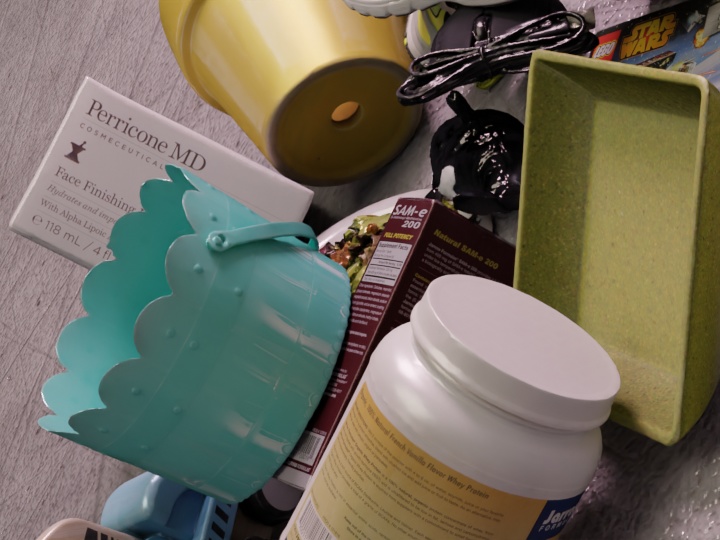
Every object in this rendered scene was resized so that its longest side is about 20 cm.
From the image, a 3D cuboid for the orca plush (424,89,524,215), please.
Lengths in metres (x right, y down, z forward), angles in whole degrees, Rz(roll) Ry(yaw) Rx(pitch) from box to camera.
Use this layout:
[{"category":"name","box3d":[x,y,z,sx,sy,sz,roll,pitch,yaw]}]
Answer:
[{"category":"orca plush","box3d":[0.068,-0.082,1.455,0.105,0.071,0.200,-31,13,15]}]

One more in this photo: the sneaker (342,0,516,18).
[{"category":"sneaker","box3d":[0.053,-0.229,1.488,0.199,0.085,0.074,1,29,45]}]

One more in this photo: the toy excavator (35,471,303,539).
[{"category":"toy excavator","box3d":[-0.158,0.194,1.515,0.100,0.199,0.196,-29,40,49]}]

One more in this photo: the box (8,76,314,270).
[{"category":"box","box3d":[-0.153,-0.045,1.690,0.131,0.198,0.200,-64,4,-2]}]

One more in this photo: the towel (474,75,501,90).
[{"category":"towel","box3d":[0.107,-0.225,1.652,0.086,0.018,0.201,-45,29,30]}]

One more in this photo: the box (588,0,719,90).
[{"category":"box","box3d":[0.199,-0.100,1.325,0.200,0.040,0.138,-12,56,59]}]

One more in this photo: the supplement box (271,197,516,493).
[{"category":"supplement box","box3d":[0.036,0.066,1.385,0.201,0.108,0.061,-64,24,-7]}]

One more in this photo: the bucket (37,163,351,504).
[{"category":"bucket","box3d":[-0.106,0.045,1.412,0.208,0.134,0.208,-52,21,30]}]

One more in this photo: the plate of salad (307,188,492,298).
[{"category":"plate of salad","box3d":[0.000,0.000,1.523,0.199,0.048,0.201,-25,28,14]}]

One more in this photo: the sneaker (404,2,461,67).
[{"category":"sneaker","box3d":[0.085,-0.245,1.600,0.076,0.075,0.202,141,138,-68]}]

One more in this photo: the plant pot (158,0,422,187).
[{"category":"plant pot","box3d":[-0.040,-0.174,1.699,0.201,0.200,0.190,-50,44,24]}]

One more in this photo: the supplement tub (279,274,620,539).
[{"category":"supplement tub","box3d":[0.050,0.119,1.231,0.201,0.143,0.145,-63,23,22]}]

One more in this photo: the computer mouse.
[{"category":"computer mouse","box3d":[0.097,-0.163,1.464,0.137,0.053,0.200,-17,8,13]}]

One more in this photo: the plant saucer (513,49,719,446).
[{"category":"plant saucer","box3d":[0.157,-0.019,1.246,0.200,0.047,0.202,-157,69,-65]}]
